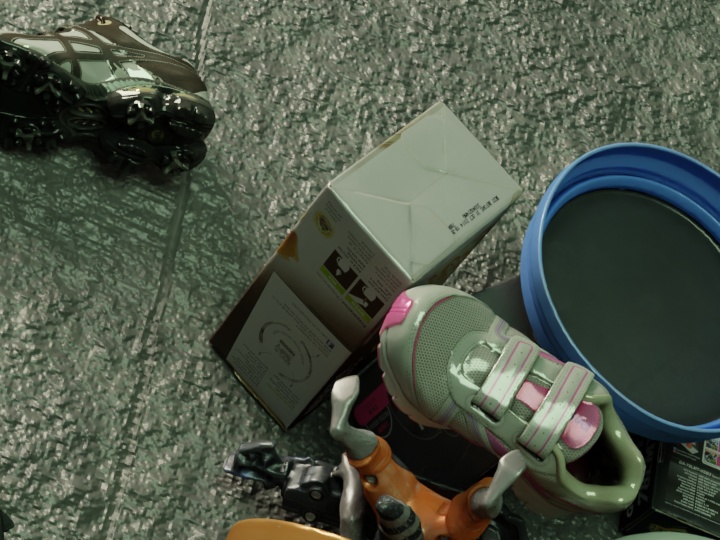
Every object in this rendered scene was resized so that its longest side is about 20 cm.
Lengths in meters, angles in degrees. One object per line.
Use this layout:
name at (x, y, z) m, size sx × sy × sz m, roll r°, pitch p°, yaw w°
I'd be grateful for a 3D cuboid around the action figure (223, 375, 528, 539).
action figure at (0.005, 0.149, 1.386) m, size 0.200 × 0.194 × 0.105 m, roll 13°, pitch 50°, yaw 9°

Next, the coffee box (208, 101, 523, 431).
coffee box at (0.000, 0.000, 1.453) m, size 0.080 × 0.200 × 0.114 m, roll 48°, pitch 51°, yaw 7°

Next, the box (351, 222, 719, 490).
box at (0.110, 0.065, 1.521) m, size 0.200 × 0.122 × 0.106 m, roll -22°, pitch 76°, yaw -36°

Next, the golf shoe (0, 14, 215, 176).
golf shoe at (-0.191, -0.124, 1.519) m, size 0.200 × 0.078 × 0.095 m, roll 18°, pitch 38°, yaw -20°

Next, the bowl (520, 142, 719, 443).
bowl at (0.189, 0.017, 1.489) m, size 0.200 × 0.039 × 0.201 m, roll 13°, pitch 58°, yaw -23°

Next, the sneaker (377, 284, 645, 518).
sneaker at (0.096, 0.075, 1.361) m, size 0.200 × 0.088 × 0.081 m, roll 38°, pitch 70°, yaw -29°

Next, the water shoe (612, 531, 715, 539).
water shoe at (0.237, 0.226, 1.525) m, size 0.200 × 0.072 × 0.079 m, roll 17°, pitch 57°, yaw -18°

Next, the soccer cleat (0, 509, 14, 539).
soccer cleat at (-0.248, 0.132, 1.338) m, size 0.081 × 0.068 × 0.200 m, roll -11°, pitch 67°, yaw -52°

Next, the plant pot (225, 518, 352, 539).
plant pot at (-0.012, 0.247, 1.316) m, size 0.200 × 0.200 × 0.140 m, roll 30°, pitch 68°, yaw -9°

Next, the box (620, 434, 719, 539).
box at (0.286, 0.124, 1.628) m, size 0.200 × 0.050 × 0.199 m, roll 23°, pitch 53°, yaw -14°
